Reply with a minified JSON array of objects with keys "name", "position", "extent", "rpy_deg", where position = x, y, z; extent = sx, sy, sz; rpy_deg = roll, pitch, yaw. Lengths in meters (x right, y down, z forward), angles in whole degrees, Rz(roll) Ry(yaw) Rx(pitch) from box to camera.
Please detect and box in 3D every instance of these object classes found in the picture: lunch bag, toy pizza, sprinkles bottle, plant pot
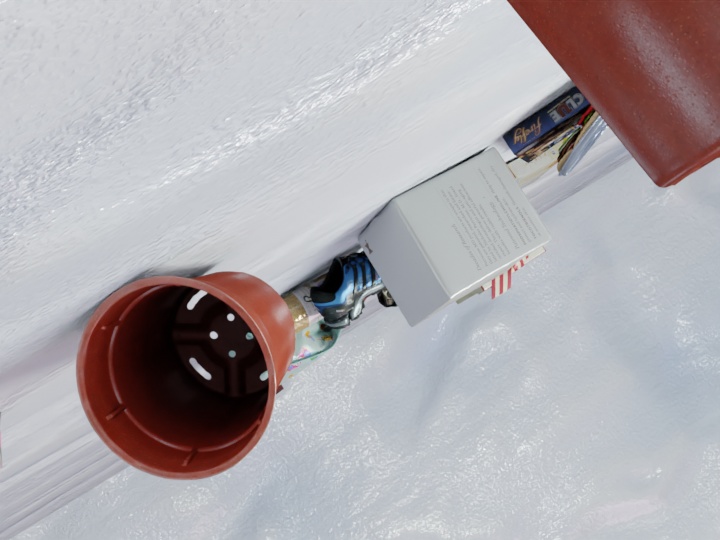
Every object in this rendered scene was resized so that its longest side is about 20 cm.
[{"name":"lunch bag","position":[-0.144,0.135,1.828],"extent":[0.200,0.122,0.170],"rpy_deg":[-20,167,-40]},{"name":"toy pizza","position":[0.340,-0.221,1.489],"extent":[0.200,0.032,0.200],"rpy_deg":[-50,171,-11]},{"name":"sprinkles bottle","position":[-0.063,0.043,1.733],"extent":[0.200,0.068,0.068],"rpy_deg":[-30,174,-22]},{"name":"plant pot","position":[-0.161,0.088,1.079],"extent":[0.201,0.201,0.195],"rpy_deg":[-34,-178,13]},{"name":"plant pot","position":[0.147,-0.158,0.473],"extent":[0.200,0.196,0.201],"rpy_deg":[-31,174,-4]}]

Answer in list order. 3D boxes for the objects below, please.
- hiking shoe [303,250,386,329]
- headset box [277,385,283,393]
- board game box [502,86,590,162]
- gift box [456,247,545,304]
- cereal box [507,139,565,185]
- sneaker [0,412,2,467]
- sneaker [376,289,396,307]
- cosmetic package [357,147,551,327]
[{"name":"hiking shoe","position":[0.000,0.000,1.674],"extent":[0.074,0.087,0.200],"rpy_deg":[16,-119,50]},{"name":"headset box","position":[-0.328,0.365,2.975],"extent":[0.149,0.077,0.200],"rpy_deg":[-36,171,34]},{"name":"board game box","position":[0.293,-0.221,1.582],"extent":[0.135,0.035,0.200],"rpy_deg":[-34,174,14]},{"name":"gift box","position":[0.236,-0.039,2.077],"extent":[0.200,0.185,0.187],"rpy_deg":[-37,178,-20]},{"name":"cereal box","position":[0.288,-0.175,1.914],"extent":[0.200,0.040,0.144],"rpy_deg":[-27,172,-38]},{"name":"sneaker","position":[-0.429,0.189,1.091],"extent":[0.095,0.079,0.200],"rpy_deg":[-5,162,-24]},{"name":"sneaker","position":[0.121,0.035,2.602],"extent":[0.199,0.076,0.114],"rpy_deg":[-29,-177,28]},{"name":"cosmetic package","position":[0.136,-0.048,1.549],"extent":[0.200,0.167,0.167],"rpy_deg":[-29,173,-24]}]
